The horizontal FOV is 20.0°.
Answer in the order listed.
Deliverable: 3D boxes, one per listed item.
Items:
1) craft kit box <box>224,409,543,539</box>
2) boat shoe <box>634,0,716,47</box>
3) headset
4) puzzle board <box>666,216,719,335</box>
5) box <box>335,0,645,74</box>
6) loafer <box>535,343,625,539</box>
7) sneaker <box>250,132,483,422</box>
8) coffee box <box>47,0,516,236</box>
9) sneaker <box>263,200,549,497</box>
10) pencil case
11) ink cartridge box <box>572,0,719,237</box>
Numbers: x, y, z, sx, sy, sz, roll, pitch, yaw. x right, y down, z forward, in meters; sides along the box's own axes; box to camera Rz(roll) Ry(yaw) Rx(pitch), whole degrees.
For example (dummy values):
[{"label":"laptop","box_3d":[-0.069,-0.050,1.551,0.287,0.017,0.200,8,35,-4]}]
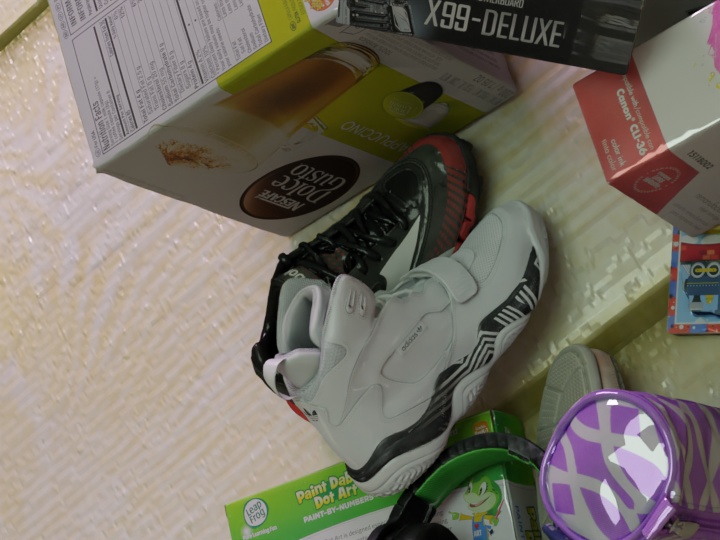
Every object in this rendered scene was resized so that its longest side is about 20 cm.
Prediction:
[{"label":"craft kit box","box_3d":[0.022,0.207,1.209,0.199,0.048,0.199,-21,70,27]},{"label":"boat shoe","box_3d":[0.198,-0.165,1.176,0.199,0.071,0.064,-4,43,41]},{"label":"headset","box_3d":[0.056,0.190,1.132,0.123,0.094,0.201,23,79,47]},{"label":"puzzle board","box_3d":[0.264,-0.041,1.126,0.198,0.017,0.152,-2,77,32]},{"label":"box","box_3d":[0.075,-0.187,1.123,0.156,0.201,0.050,10,125,1]},{"label":"loafer","box_3d":[0.140,0.143,1.145,0.072,0.062,0.202,147,127,-60]},{"label":"sneaker","box_3d":[0.000,0.000,1.240,0.071,0.098,0.201,38,98,36]},{"label":"coffee box","box_3d":[-0.057,-0.166,1.256,0.197,0.199,0.201,-30,64,25]},{"label":"sneaker","box_3d":[0.026,0.020,1.175,0.075,0.115,0.201,-3,50,59]},{"label":"pencil case","box_3d":[0.175,0.112,1.039,0.085,0.199,0.085,33,103,40]},{"label":"ink cartridge box","box_3d":[0.229,-0.102,1.085,0.199,0.116,0.068,-30,62,24]}]
